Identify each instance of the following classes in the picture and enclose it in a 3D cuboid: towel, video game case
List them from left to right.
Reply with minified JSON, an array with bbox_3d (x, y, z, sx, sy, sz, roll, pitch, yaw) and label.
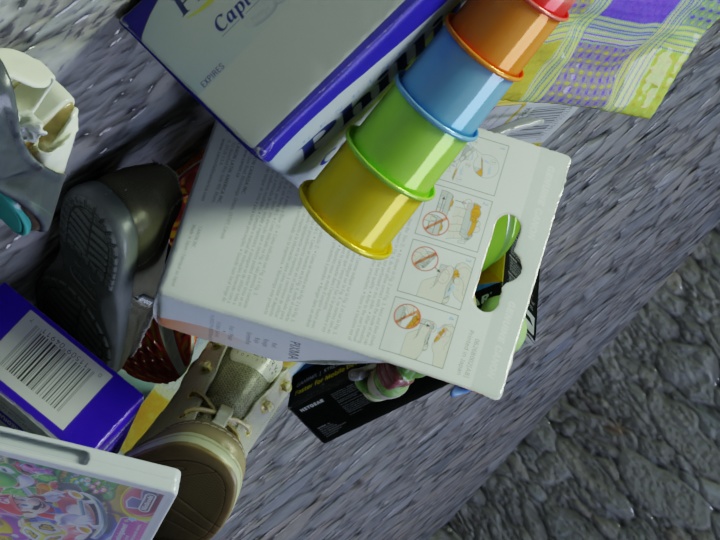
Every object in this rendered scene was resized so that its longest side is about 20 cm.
[{"bbox_3d":[-0.214,0.125,1.622,0.143,0.199,0.018,121,-19,-57],"label":"video game case"},{"bbox_3d":[0.140,-0.140,1.570,0.200,0.023,0.144,2,134,-51],"label":"towel"}]

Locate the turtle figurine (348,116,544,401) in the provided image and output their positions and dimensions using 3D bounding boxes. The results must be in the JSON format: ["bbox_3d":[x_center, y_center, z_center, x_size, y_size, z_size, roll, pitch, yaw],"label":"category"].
[{"bbox_3d":[0.000,0.000,1.712,0.200,0.193,0.144,-84,-169,-45],"label":"turtle figurine"}]

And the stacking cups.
[{"bbox_3d":[0.049,-0.096,1.443,0.200,0.061,0.060,-51,168,22],"label":"stacking cups"}]

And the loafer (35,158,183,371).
[{"bbox_3d":[-0.137,0.001,1.663,0.070,0.075,0.200,-33,166,-25],"label":"loafer"}]

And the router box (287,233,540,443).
[{"bbox_3d":[0.043,0.030,2.176,0.200,0.051,0.149,-27,-147,27],"label":"router box"}]

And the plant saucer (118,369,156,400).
[{"bbox_3d":[-0.209,0.120,1.891,0.201,0.039,0.201,-45,-172,8],"label":"plant saucer"}]

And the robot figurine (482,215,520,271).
[{"bbox_3d":[0.040,-0.037,2.057,0.200,0.116,0.176,-31,144,-48],"label":"robot figurine"}]

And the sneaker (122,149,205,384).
[{"bbox_3d":[-0.109,-0.016,1.773,0.077,0.073,0.200,-79,-165,-45],"label":"sneaker"}]

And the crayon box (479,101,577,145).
[{"bbox_3d":[0.025,-0.096,1.767,0.199,0.051,0.127,-7,162,-26],"label":"crayon box"}]

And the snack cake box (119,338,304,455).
[{"bbox_3d":[-0.106,0.075,2.102,0.200,0.067,0.115,-43,169,0],"label":"snack cake box"}]

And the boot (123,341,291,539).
[{"bbox_3d":[-0.092,0.098,1.729,0.155,0.072,0.200,-55,-176,-32],"label":"boot"}]

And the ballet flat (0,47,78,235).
[{"bbox_3d":[-0.164,-0.065,1.325,0.073,0.073,0.200,-42,167,-2],"label":"ballet flat"}]

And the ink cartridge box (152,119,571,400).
[{"bbox_3d":[0.001,-0.020,1.613,0.050,0.199,0.163,108,0,-66],"label":"ink cartridge box"}]

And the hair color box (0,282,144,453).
[{"bbox_3d":[-0.207,0.103,1.699,0.065,0.109,0.200,-48,173,-31],"label":"hair color box"}]

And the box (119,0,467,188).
[{"bbox_3d":[-0.006,-0.141,1.500,0.184,0.105,0.200,-44,169,3],"label":"box"}]
